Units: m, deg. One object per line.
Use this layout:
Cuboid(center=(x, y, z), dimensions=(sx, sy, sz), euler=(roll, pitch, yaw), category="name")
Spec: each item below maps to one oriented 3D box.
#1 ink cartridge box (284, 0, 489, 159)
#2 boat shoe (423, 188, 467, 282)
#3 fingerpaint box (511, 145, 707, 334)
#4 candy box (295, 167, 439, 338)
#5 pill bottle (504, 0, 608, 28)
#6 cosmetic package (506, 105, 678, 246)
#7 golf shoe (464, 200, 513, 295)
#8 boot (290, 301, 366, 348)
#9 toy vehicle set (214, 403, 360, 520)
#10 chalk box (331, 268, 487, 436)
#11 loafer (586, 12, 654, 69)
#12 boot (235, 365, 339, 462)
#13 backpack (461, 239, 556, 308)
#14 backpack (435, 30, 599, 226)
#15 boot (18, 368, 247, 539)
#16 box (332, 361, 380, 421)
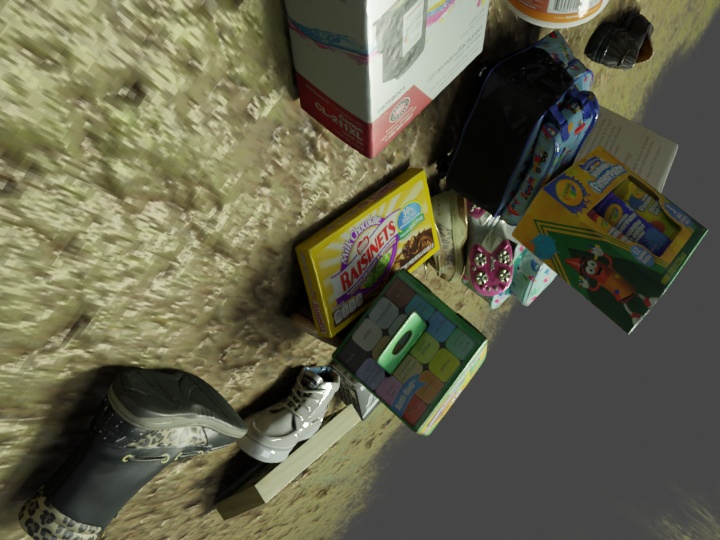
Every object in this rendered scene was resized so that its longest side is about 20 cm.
Cuboid(center=(0.023, -0.200, 0.578), dimensions=(0.146, 0.082, 0.201), euler=(-45, 161, -18), category="ink cartridge box")
Cuboid(center=(0.107, -0.046, 1.104), dimensions=(0.201, 0.061, 0.075), euler=(83, 4, -61), category="boat shoe")
Cuboid(center=(0.288, -0.045, 0.944), dimensions=(0.199, 0.166, 0.074), euler=(-31, 157, -50), category="fingerpaint box")
Cuboid(center=(0.013, -0.023, 0.893), dimensions=(0.199, 0.026, 0.104), euler=(-38, 122, -38), category="candy box")
Cuboid(center=(0.178, -0.314, 0.697), dimensions=(0.112, 0.112, 0.201), euler=(-45, 160, -17), category="pill bottle")
Cuboid(center=(0.311, -0.120, 1.182), dimensions=(0.166, 0.197, 0.166), euler=(-55, 168, -36), category="cosmetic package")
Cuboid(center=(0.166, -0.071, 1.121), dimensions=(0.091, 0.073, 0.206), euler=(-168, -98, -82), category="golf shoe")
Cuboid(center=(0.000, 0.000, 0.952), dimensions=(0.199, 0.071, 0.170), euler=(9, 104, -65), category="boot")
Cuboid(center=(-0.098, 0.261, 1.135), dimensions=(0.199, 0.027, 0.124), euler=(-34, 178, -44), category="toy vehicle set")
Cuboid(center=(0.058, 0.091, 0.902), dimensions=(0.125, 0.123, 0.200), euler=(-50, 167, -3), category="chalk box")
Cuboid(center=(0.414, -0.342, 1.270), dimensions=(0.199, 0.072, 0.074), euler=(-34, 154, -45), category="loafer")
Cuboid(center=(-0.085, 0.165, 1.025), dimensions=(0.097, 0.073, 0.200), euler=(-61, 169, 10), category="boot")
Cuboid(center=(0.253, -0.034, 1.345), dimensions=(0.177, 0.150, 0.202), euler=(-41, 163, -33), category="backpack")
Cuboid(center=(0.204, -0.176, 0.979), dimensions=(0.199, 0.134, 0.185), euler=(-39, 159, -40), category="backpack")
Cuboid(center=(-0.197, 0.169, 0.746), dimensions=(0.154, 0.073, 0.203), euler=(-50, 157, 2), category="boot")
Cuboid(center=(0.033, 0.130, 1.250), dimensions=(0.158, 0.049, 0.201), euler=(-47, 161, -16), category="box")
